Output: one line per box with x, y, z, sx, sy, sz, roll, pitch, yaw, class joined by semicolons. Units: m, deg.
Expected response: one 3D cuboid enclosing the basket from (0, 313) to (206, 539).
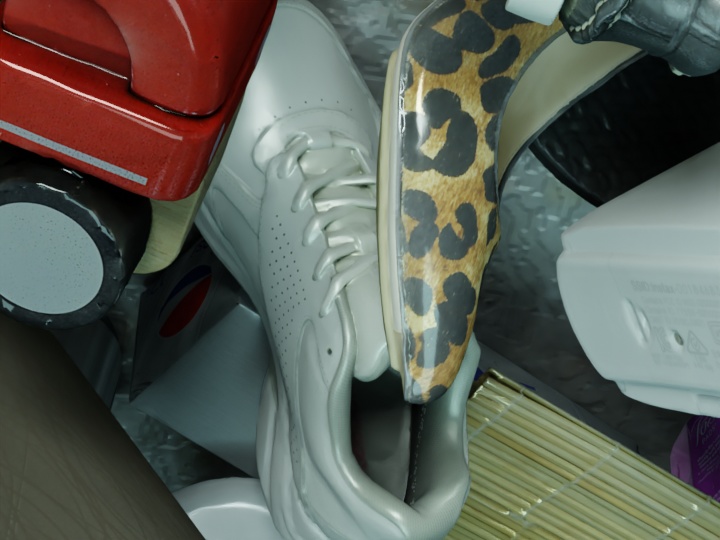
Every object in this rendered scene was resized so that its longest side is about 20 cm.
-0.128;0.074;0.733;0.136;0.200;0.180;-32;153;-8;basket

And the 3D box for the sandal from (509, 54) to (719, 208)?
0.112;-0.033;0.828;0.200;0.075;0.048;38;163;-17;sandal

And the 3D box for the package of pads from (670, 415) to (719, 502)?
0.230;0.089;0.927;0.200;0.076;0.121;25;126;-18;package of pads

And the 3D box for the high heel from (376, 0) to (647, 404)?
0.079;-0.052;0.743;0.143;0.200;0.071;7;166;1;high heel

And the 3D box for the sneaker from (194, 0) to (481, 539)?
0.000;0.000;0.800;0.078;0.099;0.200;-18;93;-23;sneaker

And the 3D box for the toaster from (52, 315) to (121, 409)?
-0.186;0.061;0.881;0.200;0.129;0.114;19;128;-14;toaster

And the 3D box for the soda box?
0.013;0.058;0.914;0.200;0.063;0.068;34;124;-24;soda box

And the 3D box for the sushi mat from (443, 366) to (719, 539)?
0.097;0.108;0.896;0.200;0.012;0.096;30;130;-19;sushi mat

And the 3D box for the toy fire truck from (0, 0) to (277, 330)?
-0.096;-0.116;0.605;0.176;0.129;0.200;22;129;-1;toy fire truck

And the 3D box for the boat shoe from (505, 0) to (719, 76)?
0.091;-0.112;0.672;0.060;0.200;0.076;26;130;1;boat shoe

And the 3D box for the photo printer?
0.181;-0.025;0.740;0.200;0.166;0.069;-27;103;-22;photo printer

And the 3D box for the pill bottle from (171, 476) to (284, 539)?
-0.035;0.155;0.941;0.106;0.106;0.200;-4;159;5;pill bottle
